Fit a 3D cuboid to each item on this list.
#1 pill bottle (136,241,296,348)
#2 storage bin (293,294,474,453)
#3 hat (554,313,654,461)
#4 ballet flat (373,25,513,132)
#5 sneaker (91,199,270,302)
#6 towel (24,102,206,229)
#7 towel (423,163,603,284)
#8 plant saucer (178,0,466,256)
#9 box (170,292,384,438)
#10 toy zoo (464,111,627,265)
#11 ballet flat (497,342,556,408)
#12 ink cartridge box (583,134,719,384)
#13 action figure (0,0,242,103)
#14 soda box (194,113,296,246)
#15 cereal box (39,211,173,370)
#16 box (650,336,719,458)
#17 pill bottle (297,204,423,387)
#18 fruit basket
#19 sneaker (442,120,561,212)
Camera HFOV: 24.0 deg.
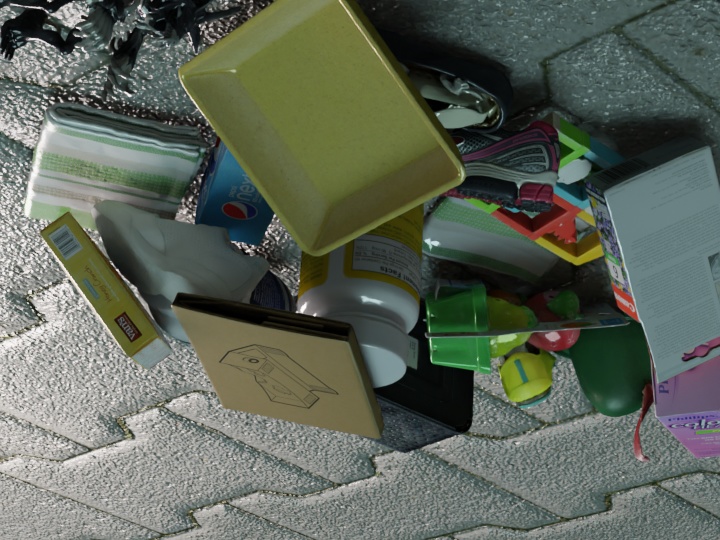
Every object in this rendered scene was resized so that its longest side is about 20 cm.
[{"bbox_3d":[-0.148,0.026,1.704,0.111,0.111,0.200,-6,162,17],"label":"pill bottle"},{"bbox_3d":[0.022,0.100,1.829,0.200,0.136,0.094,27,145,-36],"label":"storage bin"},{"bbox_3d":[0.285,0.152,1.826,0.165,0.177,0.200,-16,154,36],"label":"hat"},{"bbox_3d":[0.038,-0.158,1.422,0.199,0.073,0.073,14,150,-17],"label":"ballet flat"},{"bbox_3d":[-0.166,-0.020,1.577,0.200,0.088,0.075,31,145,36],"label":"sneaker"},{"bbox_3d":[-0.238,-0.092,1.612,0.149,0.031,0.200,13,153,-13],"label":"towel"},{"bbox_3d":[0.154,-0.053,1.644,0.149,0.031,0.200,12,150,-17],"label":"towel"},{"bbox_3d":[-0.025,-0.131,1.390,0.200,0.048,0.200,-26,104,44],"label":"plant saucer"},{"bbox_3d":[-0.070,0.088,1.526,0.163,0.021,0.200,10,153,15],"label":"box"},{"bbox_3d":[0.201,-0.066,1.576,0.200,0.021,0.131,28,137,-32],"label":"toy zoo"},{"bbox_3d":[0.178,0.100,1.863,0.067,0.067,0.200,-27,-177,6],"label":"ballet flat"},{"bbox_3d":[0.281,-0.010,1.537,0.109,0.050,0.200,-23,113,-10],"label":"ink cartridge box"},{"bbox_3d":[-0.199,-0.194,1.353,0.199,0.102,0.119,1,150,12],"label":"action figure"},{"bbox_3d":[-0.100,-0.099,1.552,0.068,0.064,0.200,11,151,-12],"label":"soda box"},{"bbox_3d":[-0.239,0.024,1.620,0.039,0.144,0.200,-37,177,-6],"label":"cereal box"},{"bbox_3d":[0.352,0.077,1.676,0.096,0.176,0.200,-8,160,21],"label":"box"},{"bbox_3d":[0.000,0.000,1.580,0.114,0.200,0.114,3,152,2],"label":"pill bottle"},{"bbox_3d":[0.163,0.045,1.732,0.199,0.094,0.185,-10,-175,3],"label":"fruit basket"},{"bbox_3d":[0.089,-0.102,1.505,0.200,0.075,0.081,11,177,31],"label":"sneaker"}]
